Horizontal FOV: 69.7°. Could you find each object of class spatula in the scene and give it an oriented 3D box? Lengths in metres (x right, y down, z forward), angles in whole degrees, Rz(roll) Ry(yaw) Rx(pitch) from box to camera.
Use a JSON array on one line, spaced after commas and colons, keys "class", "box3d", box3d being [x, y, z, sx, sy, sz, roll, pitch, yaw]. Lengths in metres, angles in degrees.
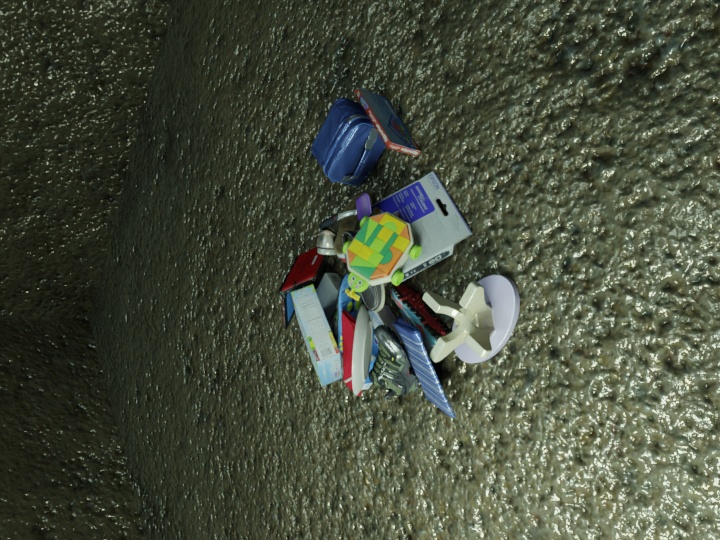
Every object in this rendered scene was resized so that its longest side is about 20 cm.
[{"class": "spatula", "box3d": [-0.039, -0.133, 1.242, 0.198, 0.020, 0.058, -17, 77, 45]}]

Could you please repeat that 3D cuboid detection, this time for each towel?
[{"class": "towel", "box3d": [0.135, 0.200, 1.093, 0.202, 0.024, 0.145, 66, 169, -9]}]

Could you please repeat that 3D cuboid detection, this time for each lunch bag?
[{"class": "lunch bag", "box3d": [-0.028, -0.314, 1.322, 0.201, 0.134, 0.133, -57, 50, 30]}]

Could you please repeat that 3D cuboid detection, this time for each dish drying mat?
[{"class": "dish drying mat", "box3d": [-0.023, 0.198, 1.229, 0.077, 0.018, 0.203, 38, 136, 52]}]

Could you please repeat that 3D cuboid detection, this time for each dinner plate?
[{"class": "dinner plate", "box3d": [0.007, 0.178, 1.160, 0.024, 0.200, 0.204, 4, 91, 10]}]

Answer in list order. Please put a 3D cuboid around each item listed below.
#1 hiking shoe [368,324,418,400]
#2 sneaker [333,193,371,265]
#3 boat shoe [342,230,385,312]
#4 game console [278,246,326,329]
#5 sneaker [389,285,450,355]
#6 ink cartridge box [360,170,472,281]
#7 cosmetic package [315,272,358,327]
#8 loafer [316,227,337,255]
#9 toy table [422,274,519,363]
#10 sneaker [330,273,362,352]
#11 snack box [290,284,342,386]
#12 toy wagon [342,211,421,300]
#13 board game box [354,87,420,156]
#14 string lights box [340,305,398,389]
[{"class": "hiking shoe", "box3d": [0.060, 0.214, 1.153, 0.076, 0.099, 0.202, -116, 0, -62]}, {"class": "sneaker", "box3d": [-0.002, -0.094, 1.337, 0.070, 0.113, 0.202, 2, 57, 31]}, {"class": "boat shoe", "box3d": [0.000, 0.000, 1.192, 0.071, 0.064, 0.203, -28, 68, 38]}, {"class": "game console", "box3d": [-0.149, 0.040, 1.444, 0.170, 0.201, 0.120, -23, 114, 21]}, {"class": "sneaker", "box3d": [0.117, 0.120, 1.179, 0.201, 0.078, 0.096, 54, 128, 35]}, {"class": "ink cartridge box", "box3d": [0.124, -0.100, 1.170, 0.198, 0.043, 0.200, -28, 60, 7]}, {"class": "cosmetic package", "box3d": [-0.067, 0.129, 1.408, 0.152, 0.051, 0.201, -57, 49, 28]}, {"class": "loafer", "box3d": [-0.081, -0.086, 1.368, 0.200, 0.071, 0.064, -103, 17, -78]}, {"class": "toy table", "box3d": [0.219, 0.100, 1.036, 0.183, 0.116, 0.203, 33, 113, 44]}, {"class": "sneaker", "box3d": [-0.043, 0.101, 1.281, 0.082, 0.070, 0.203, 27, 114, 53]}, {"class": "snack box", "box3d": [-0.110, 0.165, 1.309, 0.170, 0.067, 0.202, 91, 157, -59]}, {"class": "toy wagon", "box3d": [0.032, -0.028, 1.123, 0.154, 0.040, 0.201, 31, 81, 27]}, {"class": "board game box", "box3d": [0.064, -0.359, 1.246, 0.019, 0.102, 0.202, -48, 54, 36]}, {"class": "string lights box", "box3d": [0.025, 0.194, 1.293, 0.201, 0.058, 0.103, -59, 46, 29]}]
